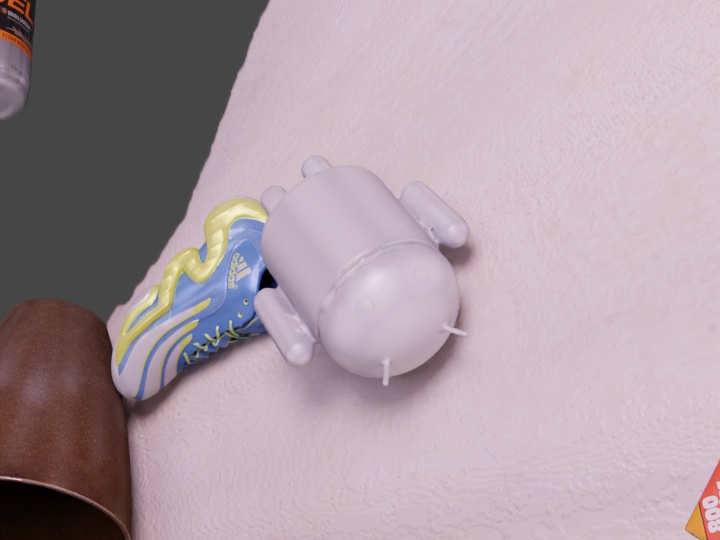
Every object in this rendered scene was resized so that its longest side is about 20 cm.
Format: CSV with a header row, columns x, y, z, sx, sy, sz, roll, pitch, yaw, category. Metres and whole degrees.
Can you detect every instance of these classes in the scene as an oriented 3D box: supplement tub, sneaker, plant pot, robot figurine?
x,y,z,sx,sy,sz,roll,pitch,yaw,category
-0.397,-0.264,1.449,0.122,0.122,0.201,-16,65,31,supplement tub
-0.125,0.037,1.164,0.105,0.076,0.201,35,95,39,sneaker
-0.273,0.132,1.191,0.186,0.187,0.201,-22,46,29,plant pot
0.000,0.000,1.059,0.169,0.113,0.200,-38,53,2,robot figurine

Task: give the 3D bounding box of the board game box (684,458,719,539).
x,y,z,sx,sy,sz,roll,pitch,yaw,category
0.328,0.107,0.717,0.199,0.200,0.201,27,90,40,board game box
